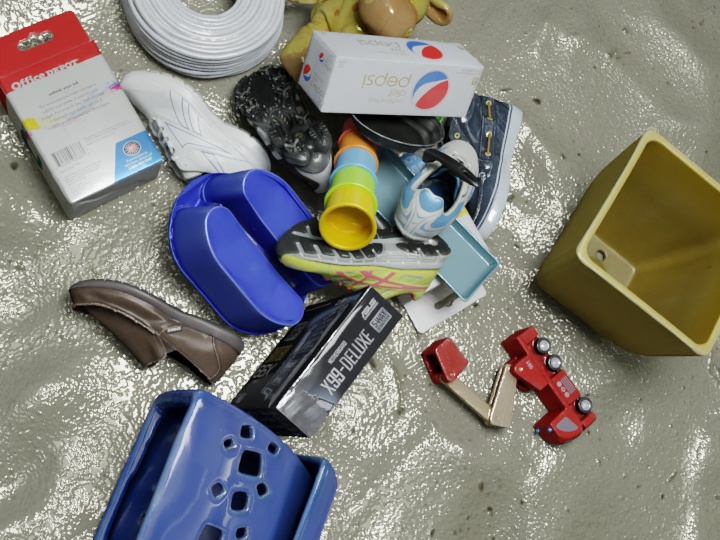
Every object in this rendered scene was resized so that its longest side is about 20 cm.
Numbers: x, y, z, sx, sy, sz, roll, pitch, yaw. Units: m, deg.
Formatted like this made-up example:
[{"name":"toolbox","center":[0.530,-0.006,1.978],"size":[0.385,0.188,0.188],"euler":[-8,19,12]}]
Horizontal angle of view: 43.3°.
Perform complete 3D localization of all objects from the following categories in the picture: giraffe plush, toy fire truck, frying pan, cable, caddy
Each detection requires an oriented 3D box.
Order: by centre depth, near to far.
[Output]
[{"name":"frying pan","center":[0.069,-0.147,1.015],"size":[0.190,0.031,0.115],"euler":[33,36,15]},{"name":"caddy","center":[-0.124,-0.020,1.022],"size":[0.141,0.105,0.200],"euler":[-49,113,-29]},{"name":"giraffe plush","center":[0.017,-0.294,1.079],"size":[0.172,0.162,0.201],"euler":[20,54,-41]},{"name":"cable","center":[-0.187,-0.334,1.096],"size":[0.199,0.069,0.201],"euler":[-2,78,-18]},{"name":"toy fire truck","center":[0.184,0.145,1.116],"size":[0.141,0.049,0.200],"euler":[-35,91,-21]}]

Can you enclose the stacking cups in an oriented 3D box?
[{"name":"stacking cups","center":[-0.009,-0.103,0.999],"size":[0.060,0.061,0.200],"euler":[20,36,-12]}]

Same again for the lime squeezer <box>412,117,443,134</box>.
[{"name":"lime squeezer","center":[0.084,-0.202,1.159],"size":[0.038,0.071,0.200],"euler":[0,40,19]}]

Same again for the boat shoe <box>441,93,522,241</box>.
[{"name":"boat shoe","center":[0.142,-0.136,1.160],"size":[0.091,0.071,0.201],"euler":[19,66,-11]}]

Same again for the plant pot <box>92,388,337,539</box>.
[{"name":"plant pot","center":[-0.145,0.245,0.915],"size":[0.179,0.200,0.201],"euler":[27,71,-18]}]

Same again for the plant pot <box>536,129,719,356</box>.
[{"name":"plant pot","center":[0.331,-0.014,1.118],"size":[0.194,0.200,0.196],"euler":[37,70,-7]}]

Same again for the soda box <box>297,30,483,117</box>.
[{"name":"soda box","center":[0.037,-0.218,1.015],"size":[0.199,0.068,0.064],"euler":[-5,41,-32]}]

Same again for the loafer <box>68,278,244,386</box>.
[{"name":"loafer","center":[-0.226,0.069,0.988],"size":[0.199,0.073,0.071],"euler":[23,71,-11]}]

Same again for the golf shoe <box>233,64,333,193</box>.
[{"name":"golf shoe","center":[-0.090,-0.165,1.075],"size":[0.077,0.095,0.200],"euler":[-27,50,-4]}]

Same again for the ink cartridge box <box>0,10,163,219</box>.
[{"name":"ink cartridge box","center":[-0.323,-0.175,1.017],"size":[0.116,0.067,0.201],"euler":[-30,88,-22]}]

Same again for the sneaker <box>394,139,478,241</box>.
[{"name":"sneaker","center":[0.101,-0.102,1.039],"size":[0.072,0.072,0.200],"euler":[41,39,-4]}]

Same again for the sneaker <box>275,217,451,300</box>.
[{"name":"sneaker","center":[0.000,0.000,1.002],"size":[0.199,0.091,0.078],"euler":[6,34,-21]}]

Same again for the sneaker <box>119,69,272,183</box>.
[{"name":"sneaker","center":[-0.200,-0.156,1.052],"size":[0.200,0.074,0.087],"euler":[37,74,-6]}]

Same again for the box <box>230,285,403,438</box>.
[{"name":"box","center":[-0.054,0.101,0.970],"size":[0.050,0.200,0.158],"euler":[43,70,-11]}]

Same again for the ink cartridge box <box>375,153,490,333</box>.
[{"name":"ink cartridge box","center":[0.077,-0.038,1.113],"size":[0.115,0.068,0.201],"euler":[-29,87,-21]}]

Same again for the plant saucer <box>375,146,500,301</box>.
[{"name":"plant saucer","center":[0.073,-0.055,1.070],"size":[0.200,0.019,0.070],"euler":[46,69,-2]}]
